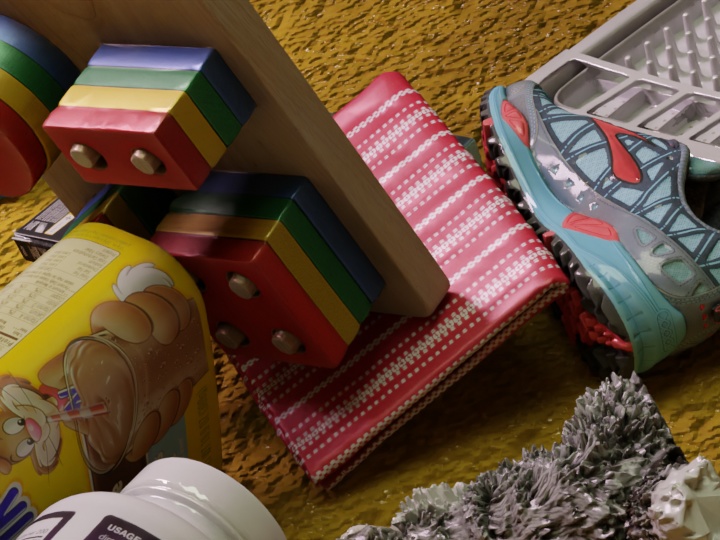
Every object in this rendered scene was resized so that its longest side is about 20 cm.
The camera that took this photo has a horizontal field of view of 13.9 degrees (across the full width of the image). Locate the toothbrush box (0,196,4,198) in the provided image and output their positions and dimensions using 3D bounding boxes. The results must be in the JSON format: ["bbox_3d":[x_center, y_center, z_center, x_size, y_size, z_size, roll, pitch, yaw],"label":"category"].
[{"bbox_3d":[-0.264,-0.106,1.646,0.200,0.085,0.146,-3,34,23],"label":"toothbrush box"}]

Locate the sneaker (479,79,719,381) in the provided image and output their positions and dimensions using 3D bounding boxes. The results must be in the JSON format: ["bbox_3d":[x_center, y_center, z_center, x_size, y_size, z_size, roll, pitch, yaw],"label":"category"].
[{"bbox_3d":[0.118,-0.024,1.327,0.095,0.079,0.200,-18,39,-8],"label":"sneaker"}]

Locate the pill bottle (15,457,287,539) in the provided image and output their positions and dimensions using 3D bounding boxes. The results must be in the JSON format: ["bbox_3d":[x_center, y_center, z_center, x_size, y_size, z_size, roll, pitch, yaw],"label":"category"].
[{"bbox_3d":[-0.109,0.161,1.102,0.112,0.112,0.200,7,38,36],"label":"pill bottle"}]

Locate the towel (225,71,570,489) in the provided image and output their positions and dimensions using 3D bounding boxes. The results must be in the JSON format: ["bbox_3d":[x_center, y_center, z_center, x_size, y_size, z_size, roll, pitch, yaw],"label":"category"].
[{"bbox_3d":[0.000,0.000,1.330,0.145,0.022,0.200,-40,38,4],"label":"towel"}]

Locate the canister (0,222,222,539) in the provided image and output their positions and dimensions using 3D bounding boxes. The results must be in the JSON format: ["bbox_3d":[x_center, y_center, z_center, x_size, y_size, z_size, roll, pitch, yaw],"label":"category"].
[{"bbox_3d":[-0.147,0.089,1.203,0.087,0.149,0.200,21,45,28],"label":"canister"}]

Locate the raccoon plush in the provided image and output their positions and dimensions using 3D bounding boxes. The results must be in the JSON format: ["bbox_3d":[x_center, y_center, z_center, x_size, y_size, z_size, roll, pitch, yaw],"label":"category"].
[{"bbox_3d":[0.057,0.097,1.069,0.134,0.200,0.097,-22,75,-2],"label":"raccoon plush"}]

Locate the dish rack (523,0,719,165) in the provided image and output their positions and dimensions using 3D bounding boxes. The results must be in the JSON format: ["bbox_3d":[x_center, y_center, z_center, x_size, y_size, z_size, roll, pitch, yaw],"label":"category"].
[{"bbox_3d":[0.194,-0.098,1.425,0.200,0.044,0.172,-37,34,-28],"label":"dish rack"}]

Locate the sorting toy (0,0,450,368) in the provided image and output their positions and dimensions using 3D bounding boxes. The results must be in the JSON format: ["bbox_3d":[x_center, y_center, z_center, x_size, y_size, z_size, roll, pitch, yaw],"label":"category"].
[{"bbox_3d":[-0.095,-0.039,1.265,0.199,0.200,0.070,6,54,43],"label":"sorting toy"}]

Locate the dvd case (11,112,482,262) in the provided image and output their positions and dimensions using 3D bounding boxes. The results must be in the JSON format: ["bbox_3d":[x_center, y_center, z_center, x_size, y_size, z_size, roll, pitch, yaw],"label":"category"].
[{"bbox_3d":[-0.058,-0.035,1.482,0.200,0.022,0.146,11,41,41],"label":"dvd case"}]
